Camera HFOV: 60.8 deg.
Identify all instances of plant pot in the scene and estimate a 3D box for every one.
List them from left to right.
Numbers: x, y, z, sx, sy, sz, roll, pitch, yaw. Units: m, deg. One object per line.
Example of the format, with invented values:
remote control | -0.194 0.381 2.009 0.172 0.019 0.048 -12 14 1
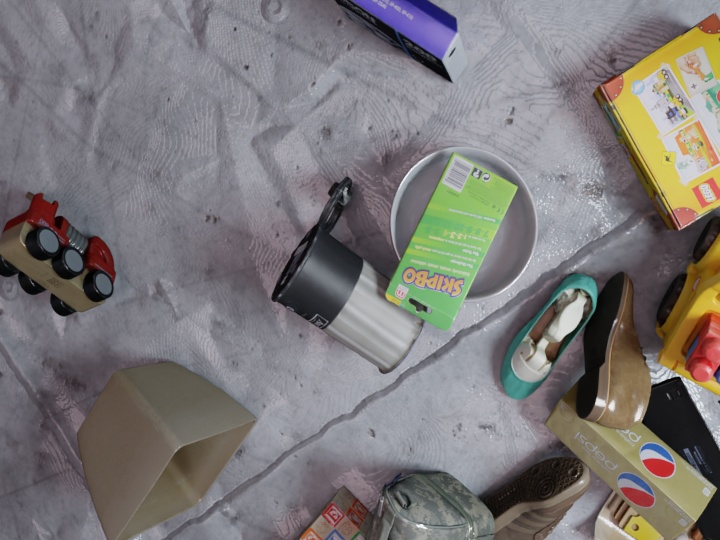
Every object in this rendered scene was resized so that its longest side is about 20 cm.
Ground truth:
plant pot | -0.315 0.258 0.955 0.177 0.199 0.202 42 105 20

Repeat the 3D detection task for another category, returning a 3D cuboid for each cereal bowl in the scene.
cereal bowl | 0.134 -0.058 0.830 0.193 0.083 0.207 0 86 0

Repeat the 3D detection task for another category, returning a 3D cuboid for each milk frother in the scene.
milk frother | 0.000 0.000 0.854 0.186 0.180 0.203 34 86 -14

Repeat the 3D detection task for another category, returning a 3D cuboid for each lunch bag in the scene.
lunch bag | 0.072 0.388 0.845 0.138 0.165 0.205 32 107 46

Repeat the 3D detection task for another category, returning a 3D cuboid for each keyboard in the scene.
keyboard | 0.435 0.227 0.757 0.126 0.020 0.204 -35 76 43

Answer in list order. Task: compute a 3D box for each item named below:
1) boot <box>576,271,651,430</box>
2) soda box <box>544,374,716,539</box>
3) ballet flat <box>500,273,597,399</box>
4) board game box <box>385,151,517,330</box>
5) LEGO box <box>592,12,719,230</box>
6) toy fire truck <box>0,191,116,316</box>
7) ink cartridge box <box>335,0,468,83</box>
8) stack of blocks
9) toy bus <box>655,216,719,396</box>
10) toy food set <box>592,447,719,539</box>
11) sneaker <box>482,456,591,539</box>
boot | 0.333 0.103 0.789 0.073 0.074 0.205 18 70 -2
soda box | 0.336 0.234 0.783 0.199 0.063 0.069 43 145 26
ballet flat | 0.250 0.093 0.832 0.067 0.070 0.203 34 103 12
board game box | 0.113 -0.035 0.775 0.094 0.030 0.204 27 85 2
LEGO box | 0.404 -0.177 0.757 0.146 0.077 0.204 -29 88 16
toy fire truck | -0.492 -0.050 1.002 0.125 0.177 0.204 -20 49 16
ink cartridge box | 0.042 -0.323 0.780 0.196 0.200 0.044 36 100 9
stack of blocks | -0.054 0.457 0.960 0.115 0.058 0.201 41 104 8
toy bus | 0.426 0.046 0.699 0.134 0.191 0.205 29 120 22
toy food set | 0.419 0.315 0.812 0.141 0.060 0.204 30 102 10
sneaker | 0.248 0.329 0.856 0.075 0.071 0.199 41 123 -12
